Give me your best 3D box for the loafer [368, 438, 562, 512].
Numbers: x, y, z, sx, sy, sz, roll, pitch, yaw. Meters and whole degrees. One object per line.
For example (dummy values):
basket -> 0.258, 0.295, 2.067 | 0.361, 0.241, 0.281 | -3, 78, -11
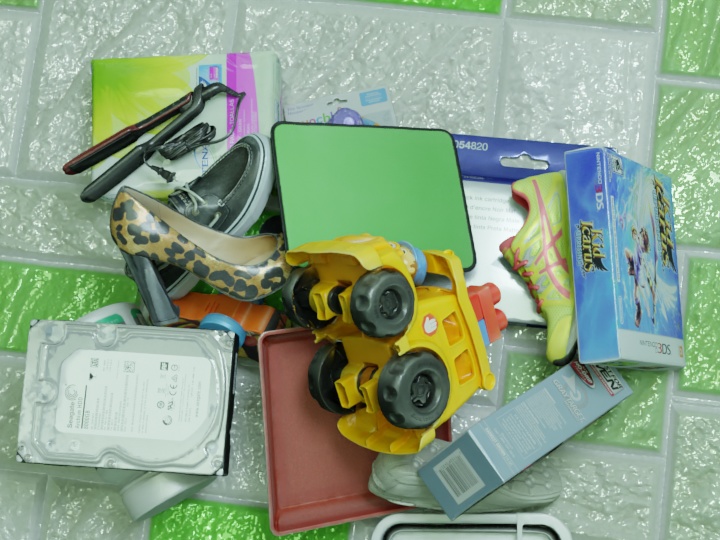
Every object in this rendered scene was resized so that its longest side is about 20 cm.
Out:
loafer -> 0.103, 0.205, 1.313 | 0.200, 0.070, 0.070 | 11, 48, -20

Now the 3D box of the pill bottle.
pill bottle -> -0.231, 0.142, 1.340 | 0.113, 0.113, 0.200 | -29, 80, 0

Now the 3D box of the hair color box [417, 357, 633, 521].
hair color box -> 0.158, 0.152, 1.263 | 0.200, 0.099, 0.061 | -27, 76, -39

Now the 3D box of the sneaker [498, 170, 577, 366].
sneaker -> 0.181, -0.003, 1.311 | 0.090, 0.078, 0.200 | 1, 73, 4

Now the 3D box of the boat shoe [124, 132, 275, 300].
boat shoe -> -0.158, -0.054, 1.315 | 0.200, 0.071, 0.072 | -54, 50, 12

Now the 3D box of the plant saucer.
plant saucer -> -0.007, 0.144, 1.308 | 0.199, 0.037, 0.200 | -7, 99, -23

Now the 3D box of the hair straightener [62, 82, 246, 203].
hair straightener -> -0.198, -0.123, 1.350 | 0.200, 0.041, 0.077 | -30, 80, -5

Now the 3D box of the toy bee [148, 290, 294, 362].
toy bee -> -0.115, 0.068, 1.346 | 0.200, 0.109, 0.131 | 18, 59, 46

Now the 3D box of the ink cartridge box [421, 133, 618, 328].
ink cartridge box -> 0.163, -0.043, 1.373 | 0.199, 0.041, 0.200 | 5, 82, 5

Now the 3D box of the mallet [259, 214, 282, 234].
mallet -> -0.013, -0.064, 1.394 | 0.200, 0.066, 0.041 | -31, 52, -15

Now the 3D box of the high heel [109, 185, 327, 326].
high heel -> -0.131, -0.040, 1.262 | 0.200, 0.071, 0.143 | -20, 117, -5

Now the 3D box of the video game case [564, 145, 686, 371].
video game case -> 0.259, -0.006, 1.290 | 0.045, 0.181, 0.200 | -8, 80, 31

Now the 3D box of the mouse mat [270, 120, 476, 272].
mouse mat -> 0.013, -0.072, 1.308 | 0.200, 0.008, 0.161 | 0, 67, -20

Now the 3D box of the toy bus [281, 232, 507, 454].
toy bus -> 0.048, 0.041, 1.234 | 0.192, 0.136, 0.200 | -29, 110, -32

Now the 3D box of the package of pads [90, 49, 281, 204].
package of pads -> -0.182, -0.146, 1.402 | 0.200, 0.068, 0.155 | -2, 80, 5

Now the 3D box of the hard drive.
hard drive -> -0.221, 0.121, 1.268 | 0.200, 0.038, 0.140 | 4, 81, 4

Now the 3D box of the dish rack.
dish rack -> 0.110, 0.326, 1.322 | 0.200, 0.044, 0.172 | 0, 82, 4

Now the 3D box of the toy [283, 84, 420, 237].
toy -> -0.013, -0.115, 1.356 | 0.115, 0.047, 0.200 | -11, 59, 1
